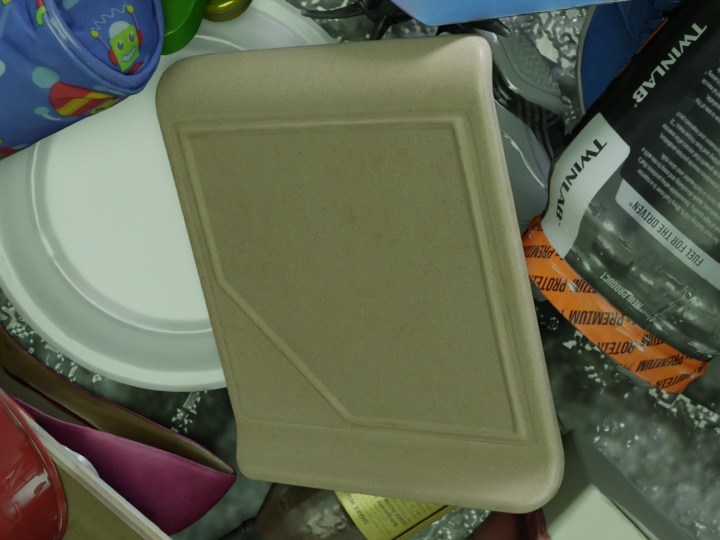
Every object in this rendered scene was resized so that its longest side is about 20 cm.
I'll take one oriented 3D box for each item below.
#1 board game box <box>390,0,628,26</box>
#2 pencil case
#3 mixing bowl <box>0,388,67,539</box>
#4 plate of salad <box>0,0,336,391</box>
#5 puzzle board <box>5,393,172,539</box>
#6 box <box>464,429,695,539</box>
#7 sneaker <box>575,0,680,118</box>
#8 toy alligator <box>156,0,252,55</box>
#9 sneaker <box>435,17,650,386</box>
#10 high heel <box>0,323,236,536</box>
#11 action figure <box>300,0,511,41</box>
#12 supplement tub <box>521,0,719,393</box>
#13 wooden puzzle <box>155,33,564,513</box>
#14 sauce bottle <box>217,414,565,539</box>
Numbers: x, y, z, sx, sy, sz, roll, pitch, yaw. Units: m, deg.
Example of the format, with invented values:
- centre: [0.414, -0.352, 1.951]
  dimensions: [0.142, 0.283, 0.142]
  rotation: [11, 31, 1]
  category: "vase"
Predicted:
- centre: [0.086, -0.173, 0.743]
  dimensions: [0.199, 0.039, 0.159]
  rotation: [-6, 73, 13]
  category: "board game box"
- centre: [-0.178, -0.089, 0.804]
  dimensions: [0.199, 0.078, 0.087]
  rotation: [-21, 91, 32]
  category: "pencil case"
- centre: [-0.244, 0.102, 0.815]
  dimensions: [0.200, 0.200, 0.109]
  rotation: [37, 54, -3]
  category: "mixing bowl"
- centre: [-0.086, -0.042, 0.873]
  dimensions: [0.199, 0.048, 0.201]
  rotation: [0, 95, -4]
  category: "plate of salad"
- centre: [-0.191, 0.086, 0.858]
  dimensions: [0.200, 0.151, 0.017]
  rotation: [43, 53, -8]
  category: "puzzle board"
- centre: [0.076, 0.192, 0.860]
  dimensions: [0.109, 0.128, 0.200]
  rotation: [43, 96, -3]
  category: "box"
- centre: [0.149, -0.130, 0.824]
  dimensions: [0.076, 0.111, 0.201]
  rotation: [16, 98, 0]
  category: "sneaker"
- centre: [-0.054, -0.185, 0.840]
  dimensions: [0.054, 0.059, 0.200]
  rotation: [25, 70, 23]
  category: "toy alligator"
- centre: [0.063, -0.016, 0.845]
  dimensions: [0.115, 0.075, 0.200]
  rotation: [-31, 90, -17]
  category: "sneaker"
- centre: [-0.149, 0.051, 0.875]
  dimensions: [0.096, 0.067, 0.200]
  rotation: [-30, 100, 16]
  category: "high heel"
- centre: [0.056, -0.166, 0.816]
  dimensions: [0.119, 0.102, 0.200]
  rotation: [35, 81, 22]
  category: "action figure"
- centre: [0.163, -0.054, 0.745]
  dimensions: [0.122, 0.123, 0.200]
  rotation: [39, 105, -3]
  category: "supplement tub"
- centre: [0.000, 0.000, 0.792]
  dimensions: [0.184, 0.037, 0.201]
  rotation: [1, 107, 39]
  category: "wooden puzzle"
- centre: [0.002, 0.107, 0.883]
  dimensions: [0.200, 0.065, 0.065]
  rotation: [-32, 95, 4]
  category: "sauce bottle"
